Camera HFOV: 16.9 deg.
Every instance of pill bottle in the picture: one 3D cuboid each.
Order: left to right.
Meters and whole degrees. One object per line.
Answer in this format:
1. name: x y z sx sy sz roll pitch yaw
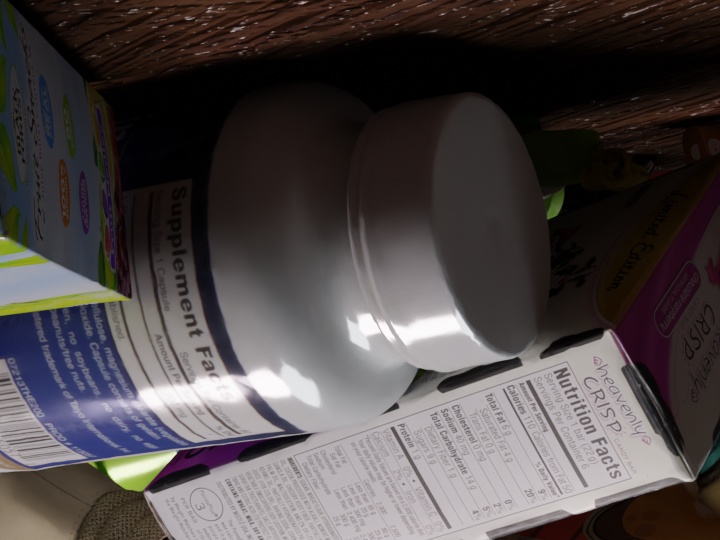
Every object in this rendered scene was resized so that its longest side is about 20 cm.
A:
1. pill bottle: -0.046 0.000 0.773 0.200 0.111 0.111 -10 175 28

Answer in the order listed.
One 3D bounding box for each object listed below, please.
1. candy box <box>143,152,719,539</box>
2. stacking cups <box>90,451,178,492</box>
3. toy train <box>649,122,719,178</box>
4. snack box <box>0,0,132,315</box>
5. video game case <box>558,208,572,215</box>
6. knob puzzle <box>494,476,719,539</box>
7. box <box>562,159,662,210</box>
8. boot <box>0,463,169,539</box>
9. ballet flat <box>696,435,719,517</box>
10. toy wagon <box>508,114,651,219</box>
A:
1. candy box: 0.039 0.040 0.839 0.200 0.061 0.136 -21 -164 33
2. stacking cups: -0.057 0.057 1.031 0.200 0.061 0.060 -18 172 24
3. toy train: 0.219 -0.047 1.016 0.200 0.056 0.150 -6 -176 -30
4. snack box: -0.157 -0.019 0.629 0.168 0.068 0.200 -7 174 3
5. video game case: 0.000 0.000 1.043 0.200 0.018 0.143 -16 -165 -32
6. knob puzzle: 0.072 0.093 0.851 0.219 0.030 0.220 -10 -151 5
7. box: 0.044 0.064 1.129 0.200 0.124 0.197 -10 -152 35
8. boot: -0.125 0.123 0.964 0.155 0.073 0.200 27 147 20
9. ballet flat: 0.188 0.010 0.824 0.063 0.200 0.069 34 173 3
10. toy wagon: 0.017 -0.033 0.923 0.200 0.040 0.155 -11 175 34
